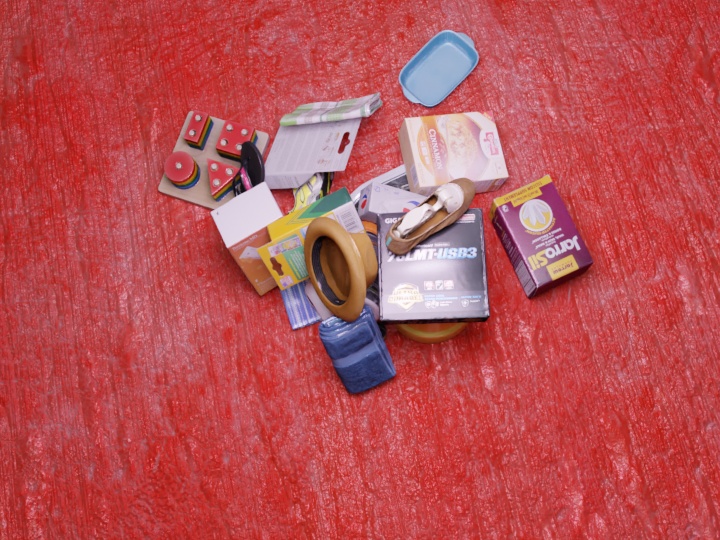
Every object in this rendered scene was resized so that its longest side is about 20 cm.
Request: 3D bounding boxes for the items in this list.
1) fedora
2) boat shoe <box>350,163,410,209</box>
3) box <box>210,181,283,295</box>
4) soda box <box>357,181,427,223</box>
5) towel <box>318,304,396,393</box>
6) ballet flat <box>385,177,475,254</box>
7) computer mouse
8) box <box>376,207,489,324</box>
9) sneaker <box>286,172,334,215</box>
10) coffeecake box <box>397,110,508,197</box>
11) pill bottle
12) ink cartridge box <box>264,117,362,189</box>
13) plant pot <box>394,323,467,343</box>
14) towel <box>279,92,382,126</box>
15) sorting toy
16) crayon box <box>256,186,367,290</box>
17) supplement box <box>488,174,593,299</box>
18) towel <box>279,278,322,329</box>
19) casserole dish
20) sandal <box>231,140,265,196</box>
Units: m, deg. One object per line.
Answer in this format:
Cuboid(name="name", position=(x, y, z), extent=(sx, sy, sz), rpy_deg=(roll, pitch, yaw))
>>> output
Cuboid(name="fedora", position=(-0.025, -0.011, 1.282), extent=(0.081, 0.201, 0.203), rpy_deg=(-23, 73, -30))
Cuboid(name="boat shoe", position=(0.048, -0.156, 1.521), extent=(0.198, 0.072, 0.072), rpy_deg=(-32, 71, -6))
Cuboid(name="box", position=(-0.197, -0.059, 1.442), extent=(0.123, 0.201, 0.098), rpy_deg=(-29, 59, -3))
Cuboid(name="soda box", position=(0.096, -0.119, 1.469), extent=(0.196, 0.068, 0.065), rpy_deg=(14, 75, -21))
Cuboid(name="towel", position=(-0.005, 0.156, 1.384), extent=(0.110, 0.202, 0.049), rpy_deg=(-25, 43, -4))
Cuboid(name="ballet flat", position=(0.124, -0.104, 1.262), extent=(0.198, 0.072, 0.068), rpy_deg=(-34, 72, -6))
Cuboid(name="computer mouse", position=(-0.041, 0.093, 1.461), extent=(0.109, 0.044, 0.200), rpy_deg=(-42, 86, 0))
Cuboid(name="box", position=(0.128, -0.007, 1.297), extent=(0.195, 0.050, 0.203), rpy_deg=(-1, 76, 3))
Cuboid(name="sneaker", position=(-0.106, -0.187, 1.543), extent=(0.075, 0.076, 0.204), rpy_deg=(9, 71, 17))
Cuboid(name="coffeecake box", position=(0.192, -0.242, 1.508), extent=(0.196, 0.073, 0.157), rpy_deg=(-8, 74, -14))
Cuboid(name="pill bottle", position=(0.000, 0.000, 1.432), extent=(0.104, 0.107, 0.203), rpy_deg=(4, 53, 6))
Cuboid(name="ink cartridge box", position=(-0.098, -0.250, 1.520), extent=(0.196, 0.057, 0.165), rpy_deg=(3, 56, 20))
Cuboid(name="plant pot", position=(0.138, 0.027, 1.408), extent=(0.196, 0.189, 0.205), rpy_deg=(-1, 75, 3))
Cuboid(name="towel", position=(-0.060, -0.343, 1.531), extent=(0.196, 0.150, 0.031), rpy_deg=(-3, 111, 15))
Cuboid(name="sorting toy", position=(-0.326, -0.243, 1.576), extent=(0.196, 0.070, 0.202), rpy_deg=(17, 78, 8))
Cuboid(name="crayon box", position=(-0.089, -0.058, 1.358), extent=(0.197, 0.127, 0.052), rpy_deg=(-26, 46, 1))
Cuboid(name="supplement box", position=(0.360, -0.067, 1.458), extent=(0.129, 0.103, 0.203), rpy_deg=(-24, 75, -2))
Cuboid(name="towel", position=(-0.073, 0.026, 1.511), extent=(0.196, 0.024, 0.147), rpy_deg=(-20, 74, -1))
Cuboid(name="casserole dish", position=(0.174, -0.443, 1.603), extent=(0.121, 0.039, 0.200), rpy_deg=(43, 83, 13))
Cuboid(name="sandal", position=(-0.241, -0.167, 1.509), extent=(0.074, 0.045, 0.204), rpy_deg=(24, 114, 42))
